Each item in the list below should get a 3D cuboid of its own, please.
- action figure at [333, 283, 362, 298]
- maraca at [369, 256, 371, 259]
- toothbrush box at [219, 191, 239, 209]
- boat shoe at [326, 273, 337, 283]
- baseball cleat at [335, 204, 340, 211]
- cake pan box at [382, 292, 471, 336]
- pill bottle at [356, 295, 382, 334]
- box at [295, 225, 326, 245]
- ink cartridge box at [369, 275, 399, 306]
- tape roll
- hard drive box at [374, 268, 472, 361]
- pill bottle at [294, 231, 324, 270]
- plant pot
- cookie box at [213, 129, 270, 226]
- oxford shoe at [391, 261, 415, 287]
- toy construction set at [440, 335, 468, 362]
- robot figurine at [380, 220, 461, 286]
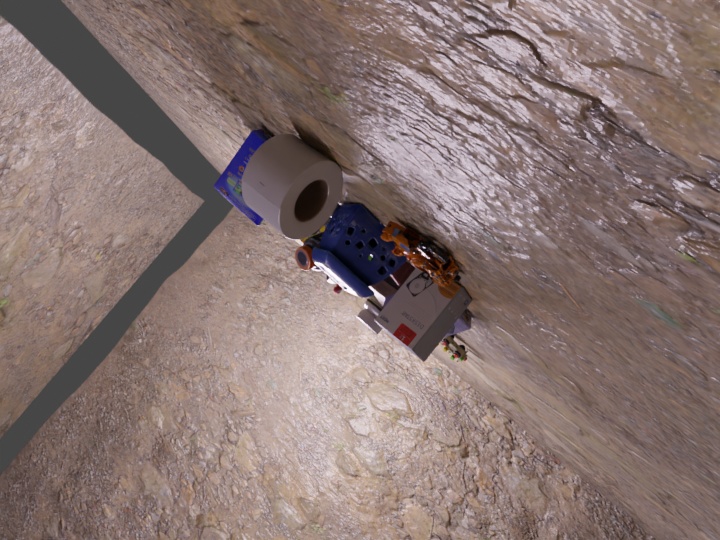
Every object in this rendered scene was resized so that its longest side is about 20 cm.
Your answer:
[{"bbox_3d":[0.000,0.000,1.743,0.099,0.201,0.065,39,174,-11],"label":"action figure"},{"bbox_3d":[0.019,-0.033,1.875,0.137,0.106,0.202,49,157,40],"label":"maraca"},{"bbox_3d":[-0.330,-0.285,1.773,0.085,0.201,0.146,42,173,-19],"label":"toothbrush box"},{"bbox_3d":[-0.059,-0.057,1.706,0.071,0.203,0.064,22,164,-30],"label":"boat shoe"},{"bbox_3d":[-0.122,-0.182,1.651,0.069,0.108,0.200,3,150,41],"label":"baseball cleat"},{"bbox_3d":[0.187,0.119,1.659,0.183,0.053,0.200,-26,125,35],"label":"cake pan box"},{"bbox_3d":[0.085,0.110,1.984,0.113,0.201,0.114,39,174,5],"label":"pill bottle"},{"bbox_3d":[-0.229,-0.186,2.215,0.192,0.122,0.199,43,174,-32],"label":"box"},{"bbox_3d":[0.129,0.119,1.818,0.201,0.075,0.164,58,169,-28],"label":"ink cartridge box"},{"bbox_3d":[-0.156,-0.193,1.350,0.139,0.203,0.203,37,173,28],"label":"tape roll"},{"bbox_3d":[0.159,0.102,1.487,0.155,0.201,0.077,33,172,42],"label":"hard drive box"},{"bbox_3d":[-0.104,-0.064,1.779,0.105,0.198,0.108,23,124,39],"label":"pill bottle"},{"bbox_3d":[-0.013,-0.047,1.581,0.199,0.181,0.200,41,172,-18],"label":"plant pot"},{"bbox_3d":[-0.279,-0.258,1.623,0.171,0.200,0.075,41,-159,-4],"label":"cookie box"},{"bbox_3d":[0.150,0.036,1.696,0.200,0.071,0.074,44,179,-12],"label":"oxford shoe"},{"bbox_3d":[0.334,0.292,2.246,0.199,0.093,0.131,34,150,-6],"label":"toy construction set"},{"bbox_3d":[0.140,-0.033,1.318,0.199,0.058,0.145,37,174,38],"label":"robot figurine"}]
